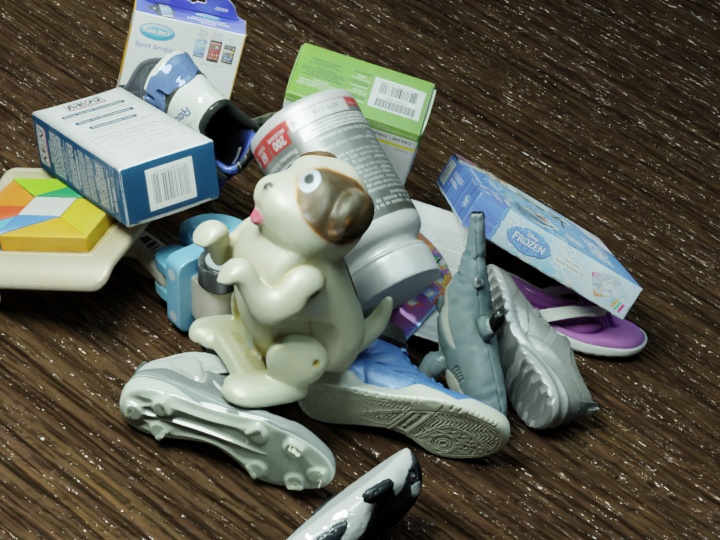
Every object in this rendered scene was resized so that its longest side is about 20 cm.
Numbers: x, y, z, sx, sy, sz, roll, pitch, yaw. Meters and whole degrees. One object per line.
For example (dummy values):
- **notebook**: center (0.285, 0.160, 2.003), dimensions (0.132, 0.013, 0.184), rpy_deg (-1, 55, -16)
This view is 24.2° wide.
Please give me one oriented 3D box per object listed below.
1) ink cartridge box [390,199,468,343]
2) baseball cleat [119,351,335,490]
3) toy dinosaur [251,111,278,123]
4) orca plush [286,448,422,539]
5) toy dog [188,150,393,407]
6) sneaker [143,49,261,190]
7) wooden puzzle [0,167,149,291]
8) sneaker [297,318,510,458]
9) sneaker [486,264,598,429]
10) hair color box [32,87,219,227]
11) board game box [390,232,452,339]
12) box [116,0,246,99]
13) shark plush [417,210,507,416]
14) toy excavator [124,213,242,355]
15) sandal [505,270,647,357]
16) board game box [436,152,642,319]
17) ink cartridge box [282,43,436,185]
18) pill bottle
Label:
- **ink cartridge box**: center (0.013, -0.006, 1.731), dimensions (0.199, 0.045, 0.177), rpy_deg (18, 51, -1)
- **baseball cleat**: center (-0.107, 0.122, 1.466), dimensions (0.199, 0.070, 0.107), rpy_deg (21, 35, 2)
- **toy dinosaur**: center (-0.027, -0.155, 1.925), dimensions (0.199, 0.048, 0.088), rpy_deg (26, 41, 17)
- **orca plush**: center (-0.006, 0.225, 1.372), dimensions (0.071, 0.105, 0.200), rpy_deg (56, 36, -1)
- **toy dog**: center (-0.048, -0.001, 1.445), dimensions (0.192, 0.201, 0.140), rpy_deg (2, 29, -16)
- **sneaker**: center (-0.153, -0.119, 1.685), dimensions (0.115, 0.200, 0.080), rpy_deg (40, 67, 23)
- **wooden puzzle**: center (-0.291, -0.047, 1.577), dimensions (0.183, 0.037, 0.200), rpy_deg (2, 31, 13)
- **sneaker**: center (0.046, 0.102, 1.563), dimensions (0.198, 0.077, 0.112), rpy_deg (12, 43, 1)
- **sneaker**: center (0.168, 0.079, 1.675), dimensions (0.082, 0.075, 0.201), rpy_deg (6, 45, -34)
- **hair color box**: center (-0.225, -0.111, 1.594), dimensions (0.099, 0.061, 0.200), rpy_deg (-20, 30, -27)
- **board game box**: center (0.000, 0.000, 1.667), dimensions (0.158, 0.039, 0.200), rpy_deg (35, 52, 13)
- **box**: center (-0.194, -0.200, 1.763), dimensions (0.118, 0.201, 0.042), rpy_deg (10, 34, -11)
- **shark plush**: center (0.119, 0.046, 1.589), dimensions (0.090, 0.202, 0.083), rpy_deg (7, 9, -27)
- **toy excavator**: center (-0.174, -0.006, 1.602), dimensions (0.194, 0.101, 0.200), rpy_deg (-23, 42, -30)
- **sandal**: center (0.209, 0.037, 1.760), dimensions (0.201, 0.050, 0.083), rpy_deg (19, 34, 0)
- **board game box**: center (0.184, -0.040, 1.764), dimensions (0.198, 0.044, 0.200), rpy_deg (31, 11, -13)
- **ink cartridge box**: center (-0.015, -0.130, 1.783), dimensions (0.147, 0.201, 0.076), rpy_deg (18, 54, 0)
- **pill bottle**: center (-0.013, -0.061, 1.604), dimensions (0.113, 0.114, 0.201), rpy_deg (-17, 72, -42)
